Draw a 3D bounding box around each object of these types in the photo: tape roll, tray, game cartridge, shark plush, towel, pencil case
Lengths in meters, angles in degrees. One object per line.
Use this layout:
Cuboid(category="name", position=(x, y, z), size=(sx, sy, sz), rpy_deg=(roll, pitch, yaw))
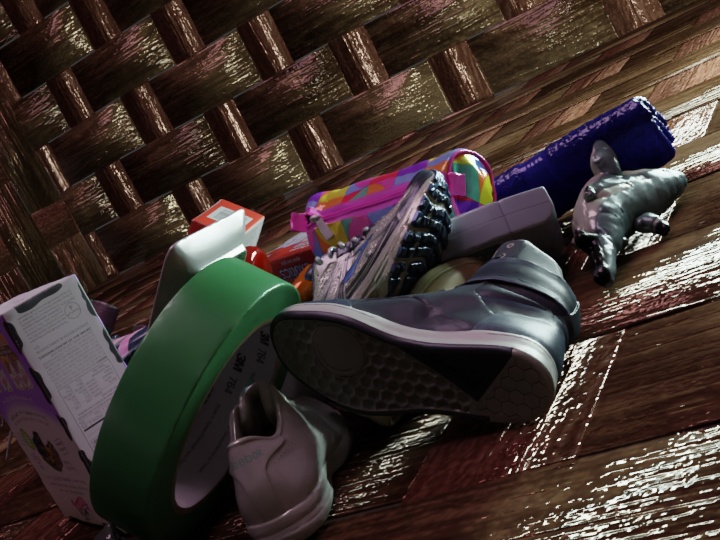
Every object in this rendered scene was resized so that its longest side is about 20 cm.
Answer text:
Cuboid(category="tape roll", position=(-0.109, 0.091, 0.710), size=(0.201, 0.048, 0.201), rpy_deg=(-59, -15, -27))
Cuboid(category="tray", position=(-0.126, 0.059, 0.739), size=(0.107, 0.022, 0.201), rpy_deg=(-38, -31, -62))
Cuboid(category="game cartridge", position=(0.081, -0.006, 0.897), size=(0.199, 0.041, 0.133), rpy_deg=(-24, -23, 9))
Cuboid(category="shark plush", position=(0.222, -0.050, 0.852), size=(0.083, 0.092, 0.200), rpy_deg=(11, 19, 19))
Cuboid(category="towel", position=(0.207, -0.091, 0.994), size=(0.199, 0.050, 0.147), rpy_deg=(-31, -15, 23))
Cuboid(category="pencil case", position=(0.032, -0.054, 0.967), size=(0.199, 0.089, 0.088), rpy_deg=(-15, 16, 38))

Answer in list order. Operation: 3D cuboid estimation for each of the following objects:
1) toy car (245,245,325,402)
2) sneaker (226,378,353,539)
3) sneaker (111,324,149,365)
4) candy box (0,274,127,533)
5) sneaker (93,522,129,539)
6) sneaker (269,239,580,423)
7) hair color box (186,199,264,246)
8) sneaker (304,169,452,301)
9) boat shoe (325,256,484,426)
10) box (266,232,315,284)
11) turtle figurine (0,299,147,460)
Cuboid(category="toy car", position=(-0.105, 0.059, 0.916), size=(0.199, 0.151, 0.175), rpy_deg=(-25, 11, 16))
Cuboid(category="sneaker", position=(-0.056, 0.110, 0.708), size=(0.075, 0.089, 0.200), rpy_deg=(-28, 10, 4))
Cuboid(category="sneaker", position=(-0.234, 0.082, 1.006), size=(0.199, 0.070, 0.082), rpy_deg=(-31, 45, -7))
Cuboid(category="candy box", position=(-0.249, 0.115, 0.869), size=(0.071, 0.201, 0.167), rpy_deg=(-34, 12, -33))
Cuboid(category="sneaker", position=(-0.152, 0.210, 0.561), size=(0.091, 0.076, 0.200), rpy_deg=(-39, 5, -9))
Cuboid(category="sneaker", position=(0.052, 0.034, 0.706), size=(0.201, 0.077, 0.146), rpy_deg=(8, 31, 22))
Cuboid(category="hair color box", position=(-0.180, 0.028, 1.192), size=(0.102, 0.061, 0.201), rpy_deg=(-53, -16, -69))
Cuboid(category="sneaker", position=(0.000, 0.000, 0.807), size=(0.201, 0.085, 0.077), rpy_deg=(-60, -27, -8))
Cuboid(category="boat shoe", position=(0.055, 0.055, 0.786), size=(0.065, 0.073, 0.200), rpy_deg=(25, 38, 28))
Cuboid(category="box", position=(-0.027, 0.000, 1.156), size=(0.100, 0.096, 0.199), rpy_deg=(-37, 13, -36))
Cuboid(category="turtle figurine", position=(-0.308, 0.143, 1.159), size=(0.100, 0.150, 0.201), rpy_deg=(12, 70, 34))
